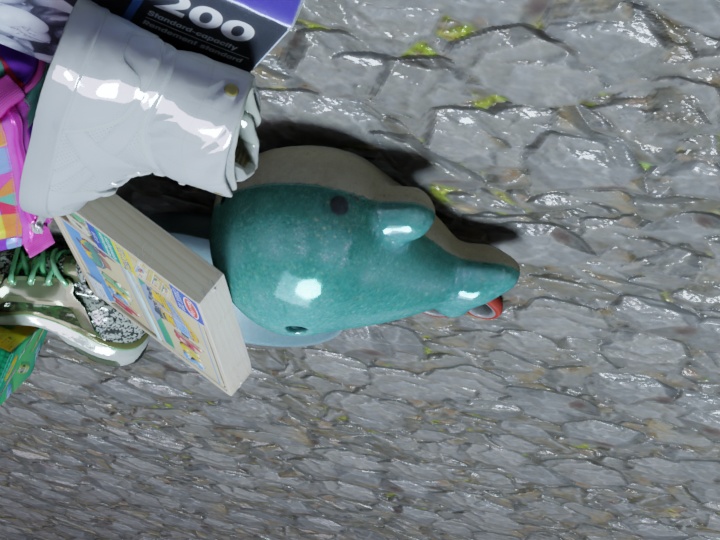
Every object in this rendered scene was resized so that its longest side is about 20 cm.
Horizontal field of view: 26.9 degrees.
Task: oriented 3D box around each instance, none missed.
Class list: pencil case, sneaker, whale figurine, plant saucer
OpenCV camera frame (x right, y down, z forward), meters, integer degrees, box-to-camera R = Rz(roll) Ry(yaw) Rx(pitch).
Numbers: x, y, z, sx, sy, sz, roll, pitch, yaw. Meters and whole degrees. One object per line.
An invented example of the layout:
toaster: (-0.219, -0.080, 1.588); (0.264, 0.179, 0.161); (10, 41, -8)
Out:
pencil case: (-0.223, -0.081, 0.914); (0.087, 0.089, 0.200); (14, 159, 0)
sneaker: (-0.238, 0.002, 1.168); (0.198, 0.078, 0.089); (21, 138, -26)
whale figurine: (0.000, 0.000, 0.941); (0.198, 0.105, 0.159); (20, 155, -23)
sneaker: (-0.114, -0.061, 0.796); (0.114, 0.074, 0.200); (21, 159, -10)
plant saucer: (-0.103, 0.000, 1.095); (0.198, 0.039, 0.201); (13, 159, 5)

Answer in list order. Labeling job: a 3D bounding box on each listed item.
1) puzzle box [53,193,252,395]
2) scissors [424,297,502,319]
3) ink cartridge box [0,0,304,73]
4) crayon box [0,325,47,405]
puzzle box: (-0.135, 0.009, 0.971); (0.132, 0.026, 0.200); (35, 164, 13)
scissors: (0.023, -0.011, 1.031); (0.073, 0.014, 0.200); (-3, 152, 41)
ink cartridge box: (-0.129, -0.155, 0.730); (0.196, 0.044, 0.200); (22, 156, -17)
crayon box: (-0.327, 0.054, 1.215); (0.118, 0.059, 0.200); (23, -176, -5)
